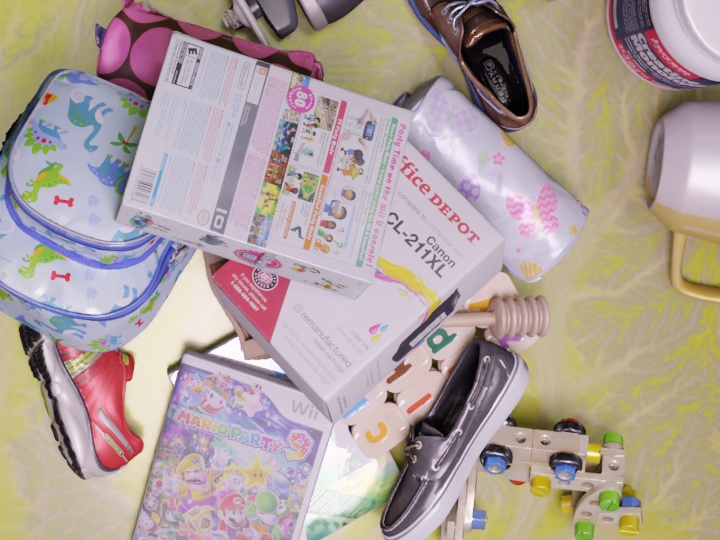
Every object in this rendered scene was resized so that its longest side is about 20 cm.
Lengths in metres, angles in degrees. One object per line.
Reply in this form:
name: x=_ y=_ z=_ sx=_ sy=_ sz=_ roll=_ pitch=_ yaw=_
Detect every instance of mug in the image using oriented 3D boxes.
mug: x=0.333 y=-0.068 z=1.345 sx=0.152 sy=0.149 sz=0.189 roll=7 pitch=86 yaw=0

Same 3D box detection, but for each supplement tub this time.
supplement tub: x=0.300 y=-0.229 z=1.298 sx=0.139 sy=0.200 sz=0.142 roll=0 pitch=94 yaw=-7

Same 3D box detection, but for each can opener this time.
can opener: x=-0.062 y=-0.175 z=1.329 sx=0.066 sy=0.053 sz=0.201 roll=-27 pitch=97 yaw=-5

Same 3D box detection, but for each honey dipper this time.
honey dipper: x=0.065 y=0.043 z=1.308 sx=0.198 sy=0.038 sz=0.038 roll=-1 pitch=94 yaw=-15

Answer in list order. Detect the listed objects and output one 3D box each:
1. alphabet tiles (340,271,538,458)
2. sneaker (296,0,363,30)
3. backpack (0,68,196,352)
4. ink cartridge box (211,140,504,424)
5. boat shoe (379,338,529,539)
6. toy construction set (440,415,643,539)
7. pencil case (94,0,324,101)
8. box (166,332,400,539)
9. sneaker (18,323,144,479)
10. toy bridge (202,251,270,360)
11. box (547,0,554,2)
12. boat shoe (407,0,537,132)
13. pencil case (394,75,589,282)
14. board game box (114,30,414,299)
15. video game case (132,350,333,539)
alphabet tiles: x=0.056 y=0.067 z=1.337 sx=0.195 sy=0.015 sz=0.201 roll=-36 pitch=112 yaw=-7
sneaker: x=-0.042 y=-0.321 z=1.313 sx=0.106 sy=0.075 sz=0.201 roll=-29 pitch=106 yaw=-1
backpack: x=-0.221 y=-0.051 z=1.234 sx=0.182 sy=0.147 sz=0.201 roll=25 pitch=69 yaw=0
ink cartridge box: x=0.000 y=0.000 z=1.246 sx=0.200 sy=0.083 sz=0.146 roll=-42 pitch=74 yaw=-10
boat shoe: x=0.070 y=0.148 z=1.318 sx=0.056 sy=0.069 sz=0.201 roll=33 pitch=91 yaw=-24
toy construction set: x=0.157 y=0.191 z=1.360 sx=0.198 sy=0.132 sz=0.093 roll=-6 pitch=51 yaw=-1
pencil case: x=-0.123 y=-0.163 z=1.277 sx=0.198 sy=0.091 sz=0.095 roll=18 pitch=95 yaw=10
box: x=-0.064 y=0.143 z=1.357 sx=0.144 sy=0.036 sz=0.201 roll=-29 pitch=98 yaw=-5
sneaker: x=-0.241 y=0.079 z=1.324 sx=0.084 sy=0.077 sz=0.202 roll=-18 pitch=97 yaw=-26
toy bridge: x=-0.108 y=-0.019 z=1.327 sx=0.067 sy=0.027 sz=0.202 roll=-18 pitch=77 yaw=38
box: x=0.113 y=-0.324 z=1.335 sx=0.199 sy=0.068 sz=0.083 roll=33 pitch=89 yaw=-8
boat shoe: x=0.103 y=-0.217 z=1.338 sx=0.072 sy=0.072 sz=0.201 roll=-34 pitch=97 yaw=-4
pencil case: x=0.107 y=-0.080 z=1.342 sx=0.200 sy=0.083 sz=0.091 roll=41 pitch=93 yaw=-8
board game box: x=-0.072 y=-0.079 z=1.170 sx=0.198 sy=0.064 sz=0.149 roll=18 pitch=72 yaw=-9
video game case: x=-0.112 y=0.185 z=1.327 sx=0.142 sy=0.018 sz=0.202 roll=18 pitch=102 yaw=3
